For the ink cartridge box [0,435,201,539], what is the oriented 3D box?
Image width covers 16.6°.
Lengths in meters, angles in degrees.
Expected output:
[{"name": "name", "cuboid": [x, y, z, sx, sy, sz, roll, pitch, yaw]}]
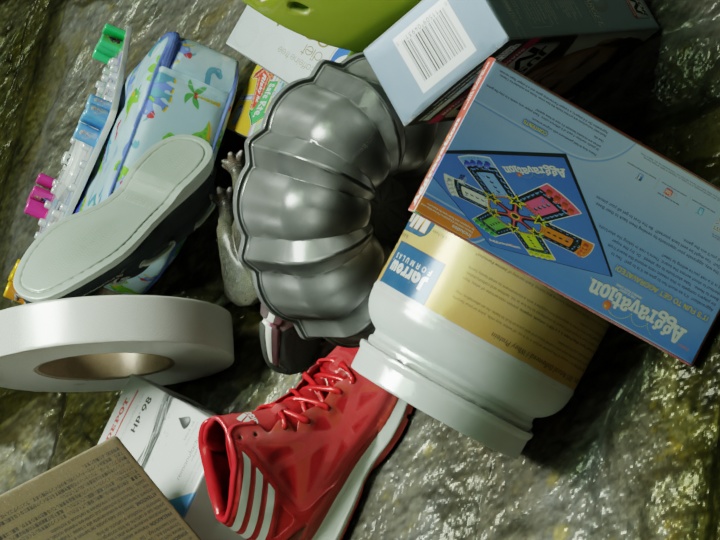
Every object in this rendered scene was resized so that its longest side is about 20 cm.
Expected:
[{"name": "ink cartridge box", "cuboid": [-0.191, 0.221, 1.656, 0.165, 0.200, 0.075, 51, 125, 10]}]

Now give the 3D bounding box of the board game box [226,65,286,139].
[{"name": "board game box", "cuboid": [-0.020, -0.182, 1.948, 0.134, 0.034, 0.201, 25, 87, 57]}]

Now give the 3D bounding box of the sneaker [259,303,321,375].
[{"name": "sneaker", "cuboid": [0.000, 0.000, 1.760, 0.076, 0.115, 0.201, -38, -34, -59]}]

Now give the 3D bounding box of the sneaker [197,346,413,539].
[{"name": "sneaker", "cuboid": [-0.037, 0.097, 1.692, 0.078, 0.115, 0.201, 5, 71, 55]}]

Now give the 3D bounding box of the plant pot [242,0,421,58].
[{"name": "plant pot", "cuboid": [0.026, -0.258, 1.713, 0.198, 0.181, 0.201, -29, 23, 43]}]

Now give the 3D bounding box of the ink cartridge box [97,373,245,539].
[{"name": "ink cartridge box", "cuboid": [-0.147, 0.154, 1.846, 0.200, 0.066, 0.117, 22, 86, 57]}]

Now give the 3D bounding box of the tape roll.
[{"name": "tape roll", "cuboid": [-0.195, 0.057, 1.863, 0.202, 0.202, 0.037, -17, 72, 47]}]

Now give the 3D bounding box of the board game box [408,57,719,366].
[{"name": "board game box", "cuboid": [0.138, -0.034, 1.475, 0.103, 0.199, 0.019, -61, 13, -1]}]

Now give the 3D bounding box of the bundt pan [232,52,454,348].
[{"name": "bundt pan", "cuboid": [0.018, -0.043, 1.637, 0.076, 0.201, 0.203, 14, 78, 57]}]

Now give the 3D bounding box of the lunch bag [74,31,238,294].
[{"name": "lunch bag", "cuboid": [-0.174, -0.083, 2.020, 0.161, 0.082, 0.201, 147, 143, -69]}]

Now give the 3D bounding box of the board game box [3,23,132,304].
[{"name": "board game box", "cuboid": [-0.252, -0.094, 2.122, 0.200, 0.026, 0.201, -92, 27, -63]}]

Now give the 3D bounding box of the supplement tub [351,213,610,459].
[{"name": "supplement tub", "cuboid": [0.094, 0.002, 1.554, 0.201, 0.144, 0.144, -61, 33, 0]}]

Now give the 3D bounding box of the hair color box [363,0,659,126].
[{"name": "hair color box", "cuboid": [0.102, -0.151, 1.610, 0.099, 0.199, 0.061, -37, 76, 33]}]

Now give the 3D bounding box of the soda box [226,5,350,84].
[{"name": "soda box", "cuboid": [-0.009, -0.151, 1.839, 0.200, 0.064, 0.068, 35, 95, 42]}]

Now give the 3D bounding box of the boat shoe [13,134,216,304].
[{"name": "boat shoe", "cuboid": [-0.179, -0.023, 1.871, 0.075, 0.061, 0.200, 30, 56, 35]}]

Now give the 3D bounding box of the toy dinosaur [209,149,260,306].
[{"name": "toy dinosaur", "cuboid": [-0.079, -0.023, 1.869, 0.200, 0.077, 0.103, -46, 43, 29]}]
